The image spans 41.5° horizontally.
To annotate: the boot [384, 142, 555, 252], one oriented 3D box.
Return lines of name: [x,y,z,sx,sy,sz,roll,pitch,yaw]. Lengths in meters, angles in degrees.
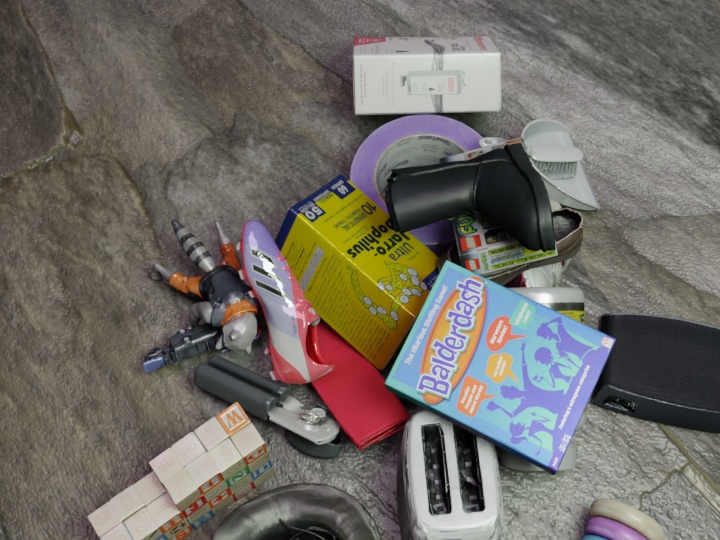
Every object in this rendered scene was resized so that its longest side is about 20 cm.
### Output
boot: [0.114,-0.067,1.031,0.166,0.077,0.201,-14,31,3]

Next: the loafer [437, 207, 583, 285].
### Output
loafer: [0.181,-0.035,1.129,0.198,0.071,0.073,-21,64,-19]

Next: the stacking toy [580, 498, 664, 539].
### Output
stacking toy: [0.249,0.350,1.013,0.085,0.086,0.201,26,69,14]

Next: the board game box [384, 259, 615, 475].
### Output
board game box: [0.146,0.100,1.003,0.198,0.045,0.153,24,78,14]

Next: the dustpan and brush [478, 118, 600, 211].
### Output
dustpan and brush: [0.231,-0.150,1.253,0.197,0.057,0.141,-1,60,-24]

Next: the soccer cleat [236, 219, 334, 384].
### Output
soccer cleat: [-0.088,0.035,1.120,0.076,0.067,0.203,-14,92,19]

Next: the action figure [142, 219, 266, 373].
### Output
action figure: [-0.197,0.036,1.174,0.199,0.105,0.194,-28,52,-21]

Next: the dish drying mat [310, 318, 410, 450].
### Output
dish drying mat: [-0.019,0.129,1.138,0.076,0.018,0.200,-27,46,-15]

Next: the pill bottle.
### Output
pill bottle: [0.202,0.122,1.088,0.111,0.112,0.203,0,87,1]

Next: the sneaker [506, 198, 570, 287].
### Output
sneaker: [0.232,-0.018,1.208,0.087,0.082,0.203,-2,67,-5]

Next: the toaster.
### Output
toaster: [0.098,0.235,1.047,0.112,0.130,0.202,-2,61,-1]

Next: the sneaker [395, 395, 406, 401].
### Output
sneaker: [0.122,0.103,1.151,0.199,0.072,0.080,-37,65,-17]

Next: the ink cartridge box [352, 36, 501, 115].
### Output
ink cartridge box: [0.089,-0.272,1.310,0.197,0.084,0.147,-1,22,1]

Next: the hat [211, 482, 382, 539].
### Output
hat: [-0.072,0.331,1.028,0.198,0.081,0.203,4,63,-7]

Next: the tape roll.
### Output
tape roll: [0.084,-0.100,1.254,0.197,0.085,0.202,0,61,0]

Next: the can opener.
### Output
can opener: [-0.112,0.164,1.127,0.198,0.067,0.053,25,28,21]

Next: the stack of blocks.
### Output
stack of blocks: [-0.197,0.244,1.055,0.199,0.116,0.059,-33,65,-15]

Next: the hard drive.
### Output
hard drive: [0.388,0.119,1.153,0.197,0.042,0.136,11,62,7]

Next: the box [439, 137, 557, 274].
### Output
box: [0.158,-0.079,1.120,0.109,0.035,0.201,-14,38,8]

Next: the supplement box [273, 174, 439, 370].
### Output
supplement box: [0.000,0.000,1.154,0.200,0.110,0.109,41,45,11]
